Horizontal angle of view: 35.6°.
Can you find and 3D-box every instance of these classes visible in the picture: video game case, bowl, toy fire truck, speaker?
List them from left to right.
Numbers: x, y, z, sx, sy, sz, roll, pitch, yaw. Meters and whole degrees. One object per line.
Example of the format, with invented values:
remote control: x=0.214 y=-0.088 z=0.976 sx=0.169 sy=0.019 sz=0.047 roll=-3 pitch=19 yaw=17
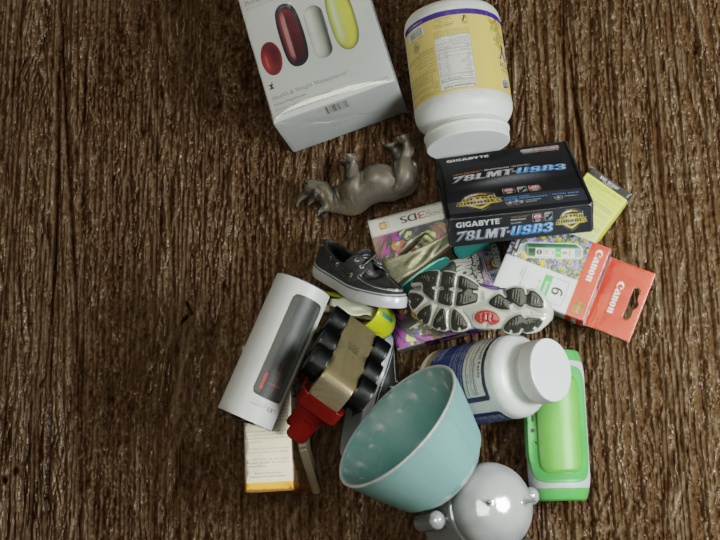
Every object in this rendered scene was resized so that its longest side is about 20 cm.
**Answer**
speaker: x=-0.116 y=0.109 z=1.496 sx=0.081 sy=0.081 sz=0.202 roll=22 pitch=80 yaw=13
toy fire truck: x=-0.047 y=0.181 z=1.520 sx=0.128 sy=0.176 sz=0.200 roll=36 pitch=115 yaw=-5
bowl: x=0.079 y=0.231 z=1.447 sx=0.105 sy=0.201 sz=0.201 roll=44 pitch=87 yaw=-15
video game case: x=0.118 y=0.001 z=1.634 sx=0.179 sy=0.036 sz=0.202 roll=-14 pitch=76 yaw=6
speaker: x=0.268 y=0.213 z=1.540 sx=0.087 sy=0.088 sz=0.202 roll=-3 pitch=78 yaw=8

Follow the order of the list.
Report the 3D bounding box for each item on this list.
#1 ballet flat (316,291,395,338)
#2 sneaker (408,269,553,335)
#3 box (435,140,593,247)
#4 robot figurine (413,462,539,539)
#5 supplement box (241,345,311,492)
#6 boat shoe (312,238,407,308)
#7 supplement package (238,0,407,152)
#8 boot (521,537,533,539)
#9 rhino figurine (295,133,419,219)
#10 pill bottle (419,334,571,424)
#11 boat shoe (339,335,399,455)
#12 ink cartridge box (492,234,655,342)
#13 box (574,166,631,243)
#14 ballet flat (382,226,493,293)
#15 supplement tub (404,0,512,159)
ballet flat: x=-0.045 y=0.057 z=1.609 sx=0.198 sy=0.067 sz=0.067 roll=7 pitch=69 yaw=25
sneaker: x=0.162 y=0.051 z=1.515 sx=0.198 sy=0.083 sz=0.082 roll=11 pitch=89 yaw=16
box: x=0.210 y=-0.109 z=1.567 sx=0.198 sy=0.199 sz=0.050 roll=-6 pitch=122 yaw=3
robot figurine: x=0.152 y=0.317 z=1.478 sx=0.168 sy=0.200 sz=0.114 roll=-11 pitch=76 yaw=-26
supplement box: x=-0.116 y=0.210 z=1.579 sx=0.073 sy=0.126 sz=0.202 roll=-4 pitch=78 yaw=8
boat shoe: x=0.000 y=0.000 z=1.591 sx=0.069 sy=0.200 sz=0.067 roll=0 pitch=106 yaw=-32
supplement package: x=-0.055 y=-0.317 z=1.672 sx=0.189 sy=0.147 sz=0.202 roll=-19 pitch=77 yaw=5
boot: x=0.157 y=0.424 z=1.488 sx=0.200 sy=0.131 sz=0.068 roll=-45 pitch=76 yaw=-2
rhino figurine: x=-0.005 y=-0.129 z=1.668 sx=0.198 sy=0.060 sz=0.088 roll=-19 pitch=86 yaw=8
pill bottle: x=0.180 y=0.147 z=1.505 sx=0.199 sy=0.110 sz=0.112 roll=-17 pitch=71 yaw=47
boat shoe: x=0.027 y=0.182 z=1.586 sx=0.068 sy=0.074 sz=0.201 roll=27 pitch=51 yaw=-21
ink cartridge box: x=0.294 y=0.012 z=1.543 sx=0.198 sy=0.050 sz=0.110 roll=22 pitch=83 yaw=16
box: x=0.300 y=-0.046 z=1.608 sx=0.075 sy=0.050 sz=0.201 roll=35 pitch=85 yaw=14
ballet flat: x=0.120 y=-0.040 z=1.591 sx=0.199 sy=0.068 sz=0.063 roll=-30 pitch=65 yaw=2
supplement tub: x=0.144 y=-0.276 z=1.633 sx=0.144 sy=0.145 sz=0.202 roll=-8 pitch=77 yaw=7
